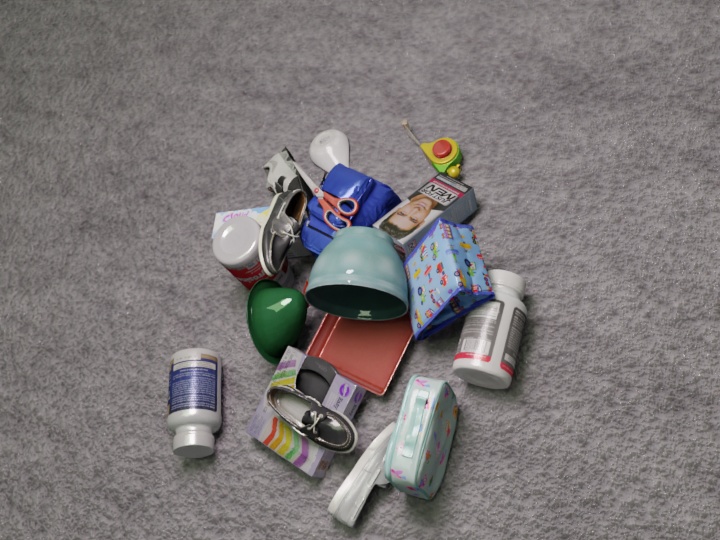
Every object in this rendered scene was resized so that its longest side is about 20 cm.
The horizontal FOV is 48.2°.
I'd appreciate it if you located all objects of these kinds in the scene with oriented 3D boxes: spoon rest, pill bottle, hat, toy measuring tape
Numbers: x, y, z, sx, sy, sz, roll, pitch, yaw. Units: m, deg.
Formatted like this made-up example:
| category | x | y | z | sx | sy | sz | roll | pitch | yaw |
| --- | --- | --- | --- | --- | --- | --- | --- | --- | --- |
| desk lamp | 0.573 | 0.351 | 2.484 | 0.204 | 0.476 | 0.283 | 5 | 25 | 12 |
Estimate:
| category | x | y | z | sx | sy | sz | roll | pitch | yaw |
| --- | --- | --- | --- | --- | --- | --- | --- | --- | --- |
| spoon rest | -0.061 | -0.255 | 1.844 | 0.098 | 0.061 | 0.201 | -29 | 43 | 5 |
| pill bottle | -0.337 | 0.271 | 1.641 | 0.109 | 0.111 | 0.203 | -14 | 59 | 15 |
| pill bottle | 0.245 | 0.106 | 1.483 | 0.109 | 0.111 | 0.203 | 8 | 67 | 26 |
| hat | -0.112 | 0.075 | 1.586 | 0.174 | 0.165 | 0.203 | -14 | 100 | 29 |
| pill bottle | -0.217 | -0.020 | 1.690 | 0.111 | 0.200 | 0.114 | -10 | 60 | 18 |
| toy measuring tape | 0.164 | -0.274 | 1.744 | 0.073 | 0.074 | 0.201 | -35 | 56 | 2 |

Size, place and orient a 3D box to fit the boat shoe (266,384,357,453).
| category | x | y | z | sx | sy | sz | roll | pitch | yaw |
| --- | --- | --- | --- | --- | --- | --- | --- | --- | --- |
| boat shoe | -0.093 | 0.271 | 1.491 | 0.199 | 0.060 | 0.075 | 32 | 90 | 31 |

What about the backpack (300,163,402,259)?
| category | x | y | z | sx | sy | sz | roll | pitch | yaw |
| --- | --- | --- | --- | --- | --- | --- | --- | --- | --- |
| backpack | -0.037 | -0.107 | 1.684 | 0.161 | 0.168 | 0.202 | 27 | 82 | 37 |

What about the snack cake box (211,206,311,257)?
| category | x | y | z | sx | sy | sz | roll | pitch | yaw |
| --- | --- | --- | --- | --- | --- | --- | --- | --- | --- |
| snack cake box | -0.211 | -0.079 | 1.771 | 0.197 | 0.115 | 0.068 | -5 | 61 | 20 |

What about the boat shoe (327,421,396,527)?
| category | x | y | z | sx | sy | sz | roll | pitch | yaw |
| --- | --- | --- | --- | --- | --- | --- | --- | --- | --- |
| boat shoe | 0.021 | 0.373 | 1.467 | 0.068 | 0.072 | 0.201 | 34 | 73 | 11 |

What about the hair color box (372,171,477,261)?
| category | x | y | z | sx | sy | sz | roll | pitch | yaw |
| --- | --- | --- | --- | --- | --- | --- | --- | --- | --- |
| hair color box | 0.132 | -0.109 | 1.636 | 0.199 | 0.061 | 0.099 | -39 | 45 | -19 |

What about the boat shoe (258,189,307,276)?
| category | x | y | z | sx | sy | sz | roll | pitch | yaw |
| --- | --- | --- | --- | --- | --- | --- | --- | --- | --- |
| boat shoe | -0.155 | -0.081 | 1.617 | 0.067 | 0.072 | 0.202 | -9 | 51 | 29 |

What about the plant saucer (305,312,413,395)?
| category | x | y | z | sx | sy | sz | roll | pitch | yaw |
| --- | --- | --- | --- | --- | --- | --- | --- | --- | --- |
| plant saucer | 0.013 | 0.128 | 1.610 | 0.198 | 0.037 | 0.202 | 20 | 75 | 30 |

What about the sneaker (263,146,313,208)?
| category | x | y | z | sx | sy | sz | roll | pitch | yaw |
| --- | --- | --- | --- | --- | --- | --- | --- | --- | --- |
| sneaker | -0.167 | -0.192 | 1.841 | 0.088 | 0.074 | 0.201 | -33 | 46 | 3 |

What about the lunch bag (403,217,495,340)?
| category | x | y | z | sx | sy | sz | roll | pitch | yaw |
| --- | --- | --- | --- | --- | --- | --- | --- | --- | --- |
| lunch bag | 0.137 | 0.026 | 1.504 | 0.200 | 0.093 | 0.152 | -42 | 50 | 41 |

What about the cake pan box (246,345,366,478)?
| category | x | y | z | sx | sy | sz | roll | pitch | yaw |
| --- | --- | --- | --- | --- | --- | --- | --- | --- | --- |
| cake pan box | -0.105 | 0.269 | 1.563 | 0.183 | 0.052 | 0.202 | 27 | 87 | 29 |

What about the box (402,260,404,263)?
| category | x | y | z | sx | sy | sz | roll | pitch | yaw |
| --- | --- | --- | --- | --- | --- | --- | --- | --- | --- |
| box | 0.123 | -0.004 | 1.629 | 0.197 | 0.049 | 0.083 | 3 | 65 | 24 |

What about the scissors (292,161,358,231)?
| category | x | y | z | sx | sy | sz | roll | pitch | yaw |
| --- | --- | --- | --- | --- | --- | --- | --- | --- | --- |
| scissors | -0.084 | -0.147 | 1.612 | 0.199 | 0.014 | 0.074 | 35 | 94 | 25 |

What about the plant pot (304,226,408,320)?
| category | x | y | z | sx | sy | sz | roll | pitch | yaw |
| --- | --- | --- | --- | --- | --- | --- | --- | --- | --- |
| plant pot | 0.000 | 0.000 | 1.534 | 0.197 | 0.200 | 0.136 | -1 | 67 | 22 |

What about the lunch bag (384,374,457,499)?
| category | x | y | z | sx | sy | sz | roll | pitch | yaw |
| --- | --- | --- | --- | --- | --- | --- | --- | --- | --- |
| lunch bag | 0.107 | 0.287 | 1.416 | 0.076 | 0.161 | 0.203 | 7 | 68 | 25 |
